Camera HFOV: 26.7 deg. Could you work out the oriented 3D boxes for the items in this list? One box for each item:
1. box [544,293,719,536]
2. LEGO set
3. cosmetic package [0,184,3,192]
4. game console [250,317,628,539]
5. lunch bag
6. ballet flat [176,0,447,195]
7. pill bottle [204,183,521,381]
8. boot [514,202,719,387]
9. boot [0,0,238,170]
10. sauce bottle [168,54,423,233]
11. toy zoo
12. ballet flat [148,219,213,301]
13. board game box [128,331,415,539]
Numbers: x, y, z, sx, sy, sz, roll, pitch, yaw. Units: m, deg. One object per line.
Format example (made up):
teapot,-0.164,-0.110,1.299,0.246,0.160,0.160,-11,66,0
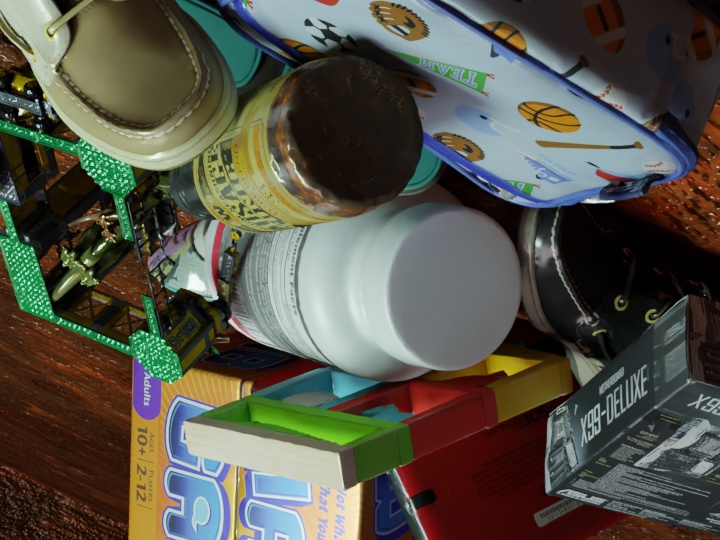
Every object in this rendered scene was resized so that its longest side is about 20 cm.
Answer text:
box,0.216,0.091,0.782,0.198,0.050,0.158,16,148,-12
LEGO set,-0.125,-0.049,0.844,0.153,0.116,0.201,12,133,33
cosmetic package,-0.279,-0.105,0.804,0.201,0.073,0.103,62,153,-5
game console,0.063,0.104,0.941,0.199,0.174,0.119,-18,169,-39
lunch bag,0.046,-0.094,0.633,0.199,0.076,0.160,31,162,-24
ballet flat,-0.045,-0.101,0.756,0.199,0.068,0.064,26,-171,-10
pill bottle,0.000,0.000,0.832,0.110,0.111,0.200,31,171,-28
boot,0.175,0.020,0.814,0.149,0.074,0.200,4,147,31
boot,-0.136,-0.140,0.615,0.200,0.072,0.155,49,174,31
sauce bottle,-0.038,-0.048,0.669,0.066,0.066,0.200,27,167,-17
toy zoo,0.022,0.068,0.817,0.199,0.021,0.131,-18,-166,-39
ballet flat,-0.049,-0.011,1.000,0.198,0.069,0.071,12,142,14
board game box,-0.030,0.159,1.104,0.198,0.202,0.199,9,-169,32
